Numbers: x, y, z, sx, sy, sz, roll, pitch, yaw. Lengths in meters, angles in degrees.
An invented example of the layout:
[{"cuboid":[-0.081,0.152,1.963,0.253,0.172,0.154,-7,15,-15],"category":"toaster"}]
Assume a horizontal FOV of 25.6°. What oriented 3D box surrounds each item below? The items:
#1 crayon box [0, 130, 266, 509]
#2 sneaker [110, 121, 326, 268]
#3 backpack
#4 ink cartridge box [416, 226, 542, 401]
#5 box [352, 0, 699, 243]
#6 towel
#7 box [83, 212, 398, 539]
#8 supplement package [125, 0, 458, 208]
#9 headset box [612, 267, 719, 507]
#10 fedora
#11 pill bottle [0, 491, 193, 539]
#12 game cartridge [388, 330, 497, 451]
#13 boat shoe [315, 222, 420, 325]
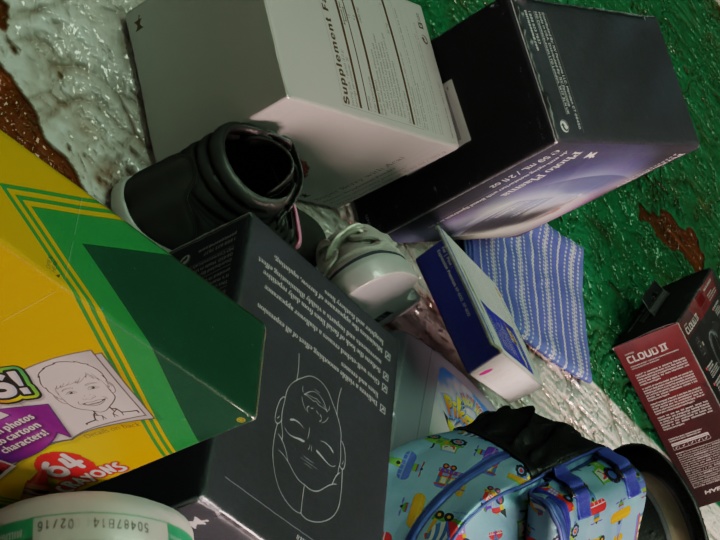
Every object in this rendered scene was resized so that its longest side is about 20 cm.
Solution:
[{"cuboid":[-0.173,0.037,0.719,0.172,0.199,0.059,38,41,-37],"category":"crayon box"},{"cuboid":[-0.060,-0.040,1.036,0.199,0.099,0.071,14,56,-53],"category":"sneaker"},{"cuboid":[0.072,0.192,1.009,0.199,0.134,0.184,-8,112,-50],"category":"backpack"},{"cuboid":[0.087,0.037,1.178,0.095,0.037,0.200,66,7,18],"category":"ink cartridge box"},{"cuboid":[0.119,-0.110,1.228,0.198,0.199,0.124,-5,73,-47],"category":"box"},{"cuboid":[0.145,-0.002,1.387,0.200,0.024,0.146,34,44,-41],"category":"towel"},{"cuboid":[-0.067,0.098,0.926,0.148,0.107,0.201,42,38,-34],"category":"box"},{"cuboid":[-0.045,-0.129,1.096,0.199,0.121,0.121,9,62,-53],"category":"supplement package"},{"cuboid":[0.330,0.103,1.542,0.201,0.077,0.149,60,31,-7],"category":"headset box"},{"cuboid":[0.185,0.232,1.196,0.091,0.201,0.202,1,65,-23],"category":"fedora"},{"cuboid":[-0.130,0.217,0.747,0.113,0.113,0.201,27,48,-45],"category":"pill bottle"},{"cuboid":[0.067,0.140,1.167,0.200,0.040,0.134,46,33,-29],"category":"game cartridge"},{"cuboid":[0.000,0.000,1.079,0.066,0.072,0.200,59,7,8],"category":"boat shoe"}]
